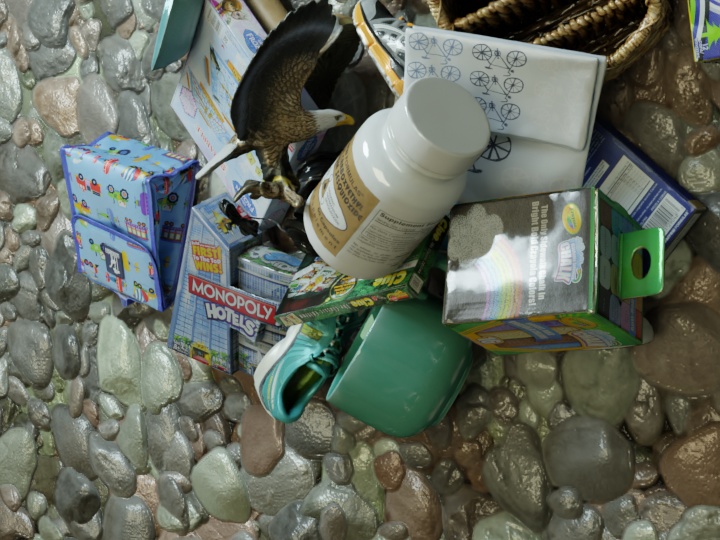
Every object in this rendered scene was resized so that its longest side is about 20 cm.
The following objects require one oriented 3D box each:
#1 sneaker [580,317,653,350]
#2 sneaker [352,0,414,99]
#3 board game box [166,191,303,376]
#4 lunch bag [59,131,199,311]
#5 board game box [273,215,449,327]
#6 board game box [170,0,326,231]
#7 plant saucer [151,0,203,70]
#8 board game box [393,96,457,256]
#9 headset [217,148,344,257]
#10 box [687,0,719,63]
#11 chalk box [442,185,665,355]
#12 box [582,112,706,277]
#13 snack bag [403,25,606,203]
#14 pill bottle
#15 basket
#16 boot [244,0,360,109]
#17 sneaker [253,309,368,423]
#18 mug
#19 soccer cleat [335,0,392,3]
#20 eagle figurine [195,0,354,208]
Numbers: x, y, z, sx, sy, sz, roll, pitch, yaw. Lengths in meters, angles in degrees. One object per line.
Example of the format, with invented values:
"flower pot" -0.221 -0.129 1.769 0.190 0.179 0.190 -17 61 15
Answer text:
"sneaker" 0.199 0.029 1.443 0.199 0.073 0.085 10 103 35
"sneaker" 0.057 -0.216 1.476 0.077 0.078 0.200 -34 57 5
"board game box" -0.134 0.022 1.652 0.199 0.062 0.201 19 122 32
"lunch bag" -0.285 -0.051 1.776 0.150 0.094 0.201 19 118 31
"board game box" 0.000 0.000 1.497 0.200 0.105 0.023 -14 127 44
"board game box" -0.129 -0.176 1.619 0.200 0.041 0.200 56 147 16
"plant saucer" -0.196 -0.319 1.627 0.036 0.200 0.201 14 109 -13
"board game box" 0.083 -0.118 1.507 0.126 0.035 0.201 11 94 41
"headset" -0.052 -0.073 1.529 0.199 0.094 0.124 -17 48 33
"box" 0.335 -0.293 1.314 0.064 0.070 0.201 -5 92 36
"chalk box" 0.194 0.002 1.351 0.199 0.124 0.125 -5 71 30
"box" 0.232 -0.079 1.432 0.200 0.032 0.121 46 118 23
"snack bag" 0.128 -0.133 1.378 0.188 0.021 0.201 11 130 8
"pill bottle" 0.035 -0.087 1.354 0.115 0.114 0.200 58 140 15
"basket" 0.182 -0.242 1.353 0.199 0.149 0.143 -23 82 17
"boot" -0.095 -0.284 1.590 0.200 0.066 0.175 56 145 16
"sneaker" -0.039 0.082 1.579 0.200 0.077 0.080 -57 30 11
"mug" 0.054 0.089 1.493 0.114 0.152 0.185 30 144 -2
"soccer cleat" 0.049 -0.322 1.511 0.199 0.069 0.078 4 88 42
"eagle figurine" -0.077 -0.170 1.445 0.151 0.151 0.201 7 102 44
